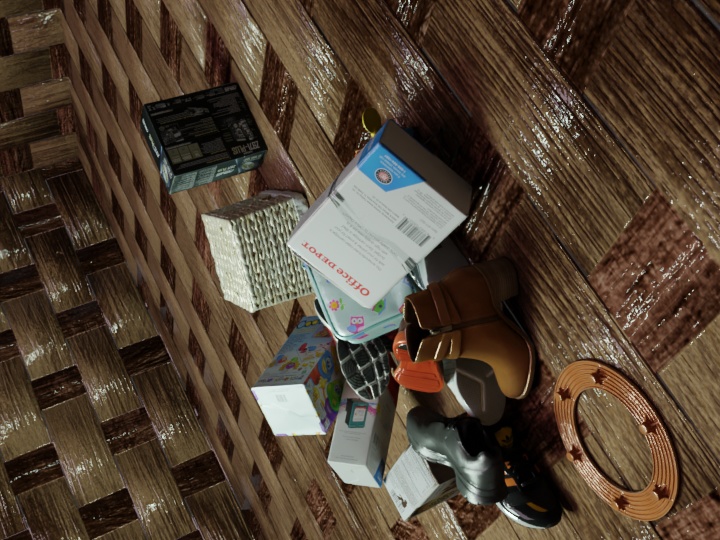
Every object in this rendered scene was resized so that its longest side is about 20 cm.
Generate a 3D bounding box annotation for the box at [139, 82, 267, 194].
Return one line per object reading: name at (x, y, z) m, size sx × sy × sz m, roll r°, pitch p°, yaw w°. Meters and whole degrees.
box at (-0.312, -0.264, 1.740) m, size 0.164 × 0.200 × 0.086 m, roll 64°, pitch 154°, yaw 11°

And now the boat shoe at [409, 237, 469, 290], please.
boat shoe at (0.096, -0.008, 1.220) m, size 0.200 × 0.072 × 0.068 m, roll 61°, pitch 153°, yaw 25°

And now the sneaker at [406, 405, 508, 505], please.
sneaker at (0.132, 0.228, 1.190) m, size 0.200 × 0.076 × 0.091 m, roll 33°, pitch 131°, yaw 49°

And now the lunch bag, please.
lunch bag at (0.000, 0.000, 1.313) m, size 0.077 × 0.160 × 0.200 m, roll 23°, pitch -137°, yaw -65°

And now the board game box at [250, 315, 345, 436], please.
board game box at (-0.077, 0.171, 1.464) m, size 0.105 × 0.200 × 0.103 m, roll -8°, pitch 118°, yaw 30°

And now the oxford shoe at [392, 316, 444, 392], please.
oxford shoe at (0.086, 0.112, 1.208) m, size 0.200 × 0.071 × 0.073 m, roll 84°, pitch -162°, yaw -61°

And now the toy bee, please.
toy bee at (0.031, -0.162, 1.193) m, size 0.131 × 0.108 × 0.200 m, roll 69°, pitch 156°, yaw 12°

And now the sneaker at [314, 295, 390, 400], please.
sneaker at (-0.007, 0.114, 1.407) m, size 0.085 × 0.077 × 0.200 m, roll 66°, pitch 179°, yaw -73°

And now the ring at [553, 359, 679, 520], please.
ring at (0.291, 0.201, 1.029) m, size 0.200 × 0.019 × 0.201 m, roll 45°, pitch 146°, yaw 43°

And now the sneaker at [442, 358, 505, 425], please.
sneaker at (0.145, 0.138, 1.247) m, size 0.080 × 0.070 × 0.201 m, roll 93°, pitch 155°, yaw -52°

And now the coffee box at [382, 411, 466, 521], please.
coffee box at (0.120, 0.307, 1.366) m, size 0.080 × 0.113 × 0.200 m, roll 59°, pitch 154°, yaw 22°

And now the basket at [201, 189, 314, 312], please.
basket at (-0.191, -0.043, 1.707) m, size 0.198 × 0.160 × 0.201 m, roll 16°, pitch 121°, yaw 63°

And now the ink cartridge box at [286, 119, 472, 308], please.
ink cartridge box at (0.023, -0.069, 1.131) m, size 0.146 × 0.084 × 0.200 m, roll 38°, pitch 122°, yaw -13°

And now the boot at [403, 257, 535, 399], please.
boot at (0.137, 0.093, 1.105) m, size 0.077 × 0.155 × 0.201 m, roll 28°, pitch 133°, yaw 56°

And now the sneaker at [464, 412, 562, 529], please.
sneaker at (0.202, 0.263, 1.204) m, size 0.200 × 0.070 × 0.090 m, roll 49°, pitch 152°, yaw 43°

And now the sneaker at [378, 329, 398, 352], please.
sneaker at (0.015, 0.035, 1.422) m, size 0.095 × 0.079 × 0.201 m, roll 17°, pitch 123°, yaw 64°

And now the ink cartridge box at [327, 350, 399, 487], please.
ink cartridge box at (0.011, 0.239, 1.436) m, size 0.116 × 0.067 × 0.201 m, roll 66°, pitch -148°, yaw -57°
